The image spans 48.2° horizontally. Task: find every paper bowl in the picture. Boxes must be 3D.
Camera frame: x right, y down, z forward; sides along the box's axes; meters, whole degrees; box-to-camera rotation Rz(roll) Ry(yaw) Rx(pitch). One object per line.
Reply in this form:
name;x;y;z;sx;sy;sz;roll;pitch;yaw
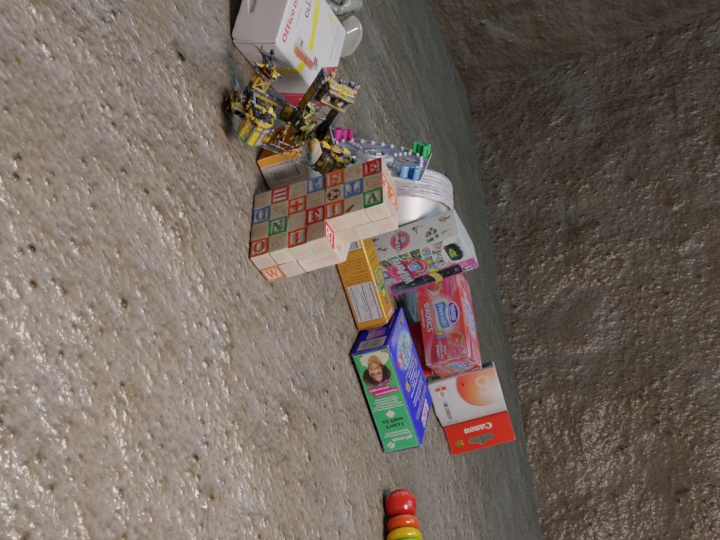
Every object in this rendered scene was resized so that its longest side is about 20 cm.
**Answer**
paper bowl;0.083;-0.114;1.567;0.201;0.198;0.106;41;46;-62

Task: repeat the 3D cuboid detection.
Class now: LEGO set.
LEGO set;-0.078;-0.231;1.134;0.198;0.116;0.155;25;35;-23

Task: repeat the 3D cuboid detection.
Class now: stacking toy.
stacking toy;0.072;0.454;1.318;0.086;0.084;0.202;57;19;-46

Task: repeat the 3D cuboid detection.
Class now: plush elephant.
plush elephant;-0.076;-0.472;1.464;0.163;0.157;0.200;19;9;-25

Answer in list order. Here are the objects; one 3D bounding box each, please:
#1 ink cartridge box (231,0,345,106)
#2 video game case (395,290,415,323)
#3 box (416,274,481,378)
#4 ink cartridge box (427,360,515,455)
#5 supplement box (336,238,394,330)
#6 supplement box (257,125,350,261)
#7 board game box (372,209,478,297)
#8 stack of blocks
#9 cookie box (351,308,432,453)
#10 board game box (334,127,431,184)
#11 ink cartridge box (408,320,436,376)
ink cartridge box;-0.109;-0.376;1.292;0.200;0.082;0.147;38;63;-63
video game case;0.083;0.001;1.795;0.144;0.018;0.201;-86;156;-45
box;0.183;0.108;1.672;0.103;0.093;0.203;44;36;-57
ink cartridge box;0.255;0.324;1.844;0.050;0.160;0.203;-55;128;-76
supplement box;0.000;0.000;1.446;0.067;0.068;0.203;-52;128;-66
supplement box;-0.079;-0.121;1.272;0.127;0.072;0.202;-75;148;-56
board game box;0.109;-0.029;1.531;0.148;0.197;0.065;48;28;-56
stack of blocks;-0.050;-0.070;1.111;0.059;0.197;0.116;56;25;-48
cookie box;0.061;0.199;1.468;0.171;0.074;0.203;-59;133;-67
board game box;0.027;-0.218;1.493;0.200;0.197;0.026;-64;164;-64
ink cartridge box;0.139;0.169;1.755;0.200;0.066;0.118;4;71;-72
